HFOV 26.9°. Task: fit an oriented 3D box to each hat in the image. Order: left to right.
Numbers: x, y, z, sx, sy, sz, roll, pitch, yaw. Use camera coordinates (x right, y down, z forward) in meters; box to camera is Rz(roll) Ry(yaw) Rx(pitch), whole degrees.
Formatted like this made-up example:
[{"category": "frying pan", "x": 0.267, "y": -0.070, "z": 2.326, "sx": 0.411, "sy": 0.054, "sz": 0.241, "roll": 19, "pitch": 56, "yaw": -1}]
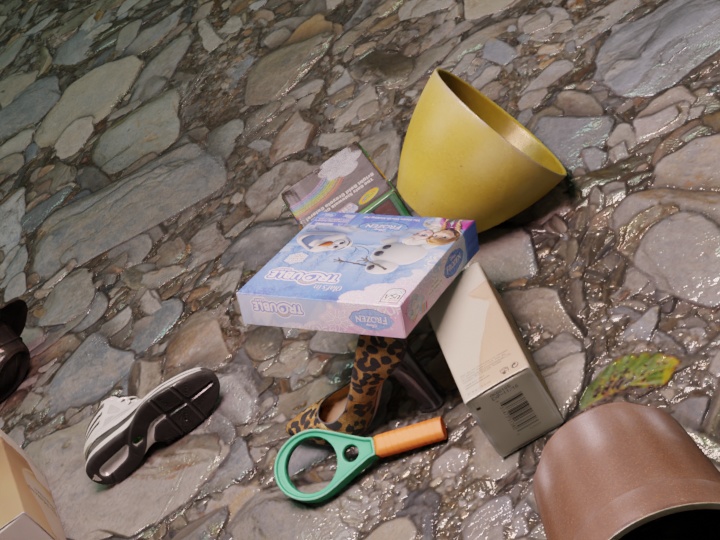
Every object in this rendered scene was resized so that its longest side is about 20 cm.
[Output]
[{"category": "hat", "x": -0.523, "y": 0.139, "z": 2.129, "sx": 0.081, "sy": 0.201, "sz": 0.201, "roll": 41, "pitch": 78, "yaw": 10}]

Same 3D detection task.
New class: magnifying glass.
[{"category": "magnifying glass", "x": -0.002, "y": 0.197, "z": 1.629, "sx": 0.199, "sy": 0.022, "sz": 0.080, "roll": -17, "pitch": 65, "yaw": 15}]

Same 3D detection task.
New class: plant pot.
[{"category": "plant pot", "x": 0.125, "y": -0.123, "z": 1.794, "sx": 0.142, "sy": 0.200, "sz": 0.200, "roll": -51, "pitch": 31, "yaw": 15}, {"category": "plant pot", "x": 0.240, "y": 0.222, "z": 1.259, "sx": 0.200, "sy": 0.201, "sz": 0.198, "roll": -31, "pitch": 26, "yaw": 8}]

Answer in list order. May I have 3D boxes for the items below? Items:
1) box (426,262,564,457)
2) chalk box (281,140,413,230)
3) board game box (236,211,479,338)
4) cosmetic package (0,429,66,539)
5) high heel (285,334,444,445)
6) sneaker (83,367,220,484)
[{"category": "box", "x": 0.135, "y": 0.090, "z": 1.588, "sx": 0.078, "sy": 0.095, "sz": 0.200, "roll": -30, "pitch": 35, "yaw": 7}, {"category": "chalk box", "x": 0.005, "y": -0.044, "z": 1.844, "sx": 0.124, "sy": 0.124, "sz": 0.200, "roll": -34, "pitch": 34, "yaw": 2}, {"category": "board game box", "x": 0.000, "y": 0.000, "z": 1.636, "sx": 0.199, "sy": 0.044, "sz": 0.199, "roll": 4, "pitch": 31, "yaw": 28}, {"category": "cosmetic package", "x": -0.427, "y": 0.291, "z": 1.847, "sx": 0.071, "sy": 0.105, "sz": 0.200, "roll": -38, "pitch": 35, "yaw": -2}, {"category": "high heel", "x": -0.024, "y": 0.119, "z": 1.651, "sx": 0.199, "sy": 0.143, "sz": 0.072, "roll": -19, "pitch": 39, "yaw": 25}, {"category": "sneaker", "x": -0.271, "y": 0.167, "z": 1.879, "sx": 0.200, "sy": 0.076, "sz": 0.115, "roll": -37, "pitch": 35, "yaw": 4}]
